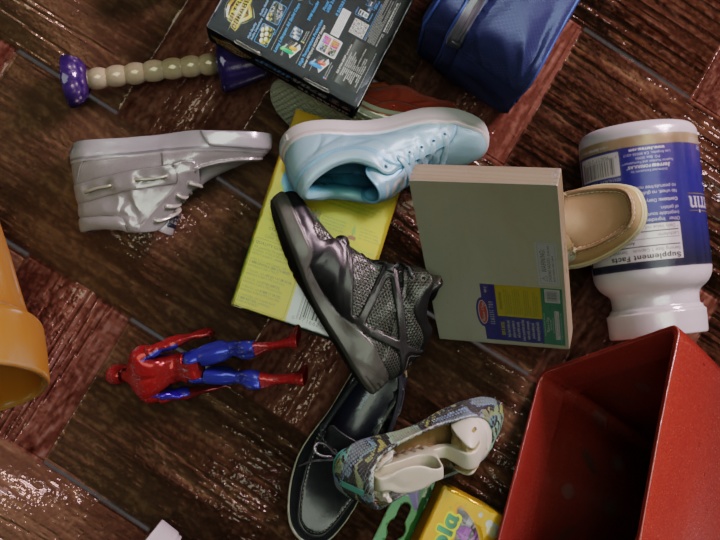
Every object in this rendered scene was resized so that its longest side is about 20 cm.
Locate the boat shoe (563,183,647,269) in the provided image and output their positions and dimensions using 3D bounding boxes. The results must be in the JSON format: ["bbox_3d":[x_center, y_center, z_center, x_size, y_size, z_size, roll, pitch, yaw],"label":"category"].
[{"bbox_3d":[0.167,-0.034,0.931,0.198,0.066,0.075,-18,77,31],"label":"boat shoe"}]

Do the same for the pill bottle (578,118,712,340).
[{"bbox_3d":[0.278,-0.037,0.963,0.114,0.116,0.203,-5,87,-4],"label":"pill bottle"}]

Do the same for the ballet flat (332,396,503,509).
[{"bbox_3d":[0.070,0.174,0.925,0.198,0.074,0.075,-18,87,-28],"label":"ballet flat"}]

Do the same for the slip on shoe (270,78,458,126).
[{"bbox_3d":[0.007,-0.157,0.984,0.197,0.075,0.062,13,51,3],"label":"slip on shoe"}]

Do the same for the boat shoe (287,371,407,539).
[{"bbox_3d":[-0.013,0.170,0.956,0.074,0.062,0.202,28,86,-3],"label":"boat shoe"}]

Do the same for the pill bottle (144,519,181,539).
[{"bbox_3d":[-0.136,0.328,0.910,0.200,0.113,0.113,41,84,0],"label":"pill bottle"}]

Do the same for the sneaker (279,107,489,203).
[{"bbox_3d":[0.028,-0.092,0.905,0.197,0.074,0.083,-8,54,-8],"label":"sneaker"}]

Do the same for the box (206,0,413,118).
[{"bbox_3d":[-0.029,-0.269,0.925,0.157,0.046,0.202,27,86,-3],"label":"box"}]

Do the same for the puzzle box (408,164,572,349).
[{"bbox_3d":[0.123,-0.009,0.908,0.131,0.202,0.026,4,44,19],"label":"puzzle box"}]

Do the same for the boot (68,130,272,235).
[{"bbox_3d":[-0.180,-0.083,0.964,0.197,0.074,0.097,-4,92,4],"label":"boot"}]

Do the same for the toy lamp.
[{"bbox_3d":[-0.189,-0.196,0.973,0.197,0.058,0.059,-7,86,-2],"label":"toy lamp"}]

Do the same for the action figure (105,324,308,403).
[{"bbox_3d":[-0.150,0.091,0.948,0.197,0.052,0.066,-7,110,8],"label":"action figure"}]

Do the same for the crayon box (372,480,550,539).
[{"bbox_3d":[0.109,0.292,0.961,0.198,0.052,0.127,27,85,-1],"label":"crayon box"}]

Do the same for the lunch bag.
[{"bbox_3d":[0.122,-0.243,0.925,0.131,0.200,0.137,31,90,1],"label":"lunch bag"}]

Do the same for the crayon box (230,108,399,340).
[{"bbox_3d":[-0.037,-0.041,0.973,0.125,0.051,0.203,19,86,-3],"label":"crayon box"}]

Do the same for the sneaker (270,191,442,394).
[{"bbox_3d":[0.000,0.000,0.913,0.114,0.076,0.201,-33,91,-9],"label":"sneaker"}]

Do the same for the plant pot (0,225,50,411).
[{"bbox_3d":[-0.388,0.023,0.885,0.197,0.201,0.186,-10,72,-5],"label":"plant pot"}]

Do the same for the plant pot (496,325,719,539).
[{"bbox_3d":[0.265,0.197,0.895,0.175,0.200,0.202,29,62,-16],"label":"plant pot"}]
